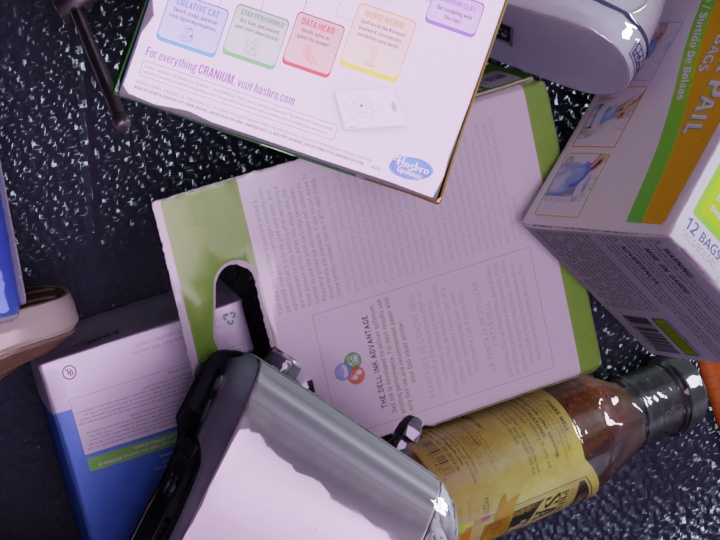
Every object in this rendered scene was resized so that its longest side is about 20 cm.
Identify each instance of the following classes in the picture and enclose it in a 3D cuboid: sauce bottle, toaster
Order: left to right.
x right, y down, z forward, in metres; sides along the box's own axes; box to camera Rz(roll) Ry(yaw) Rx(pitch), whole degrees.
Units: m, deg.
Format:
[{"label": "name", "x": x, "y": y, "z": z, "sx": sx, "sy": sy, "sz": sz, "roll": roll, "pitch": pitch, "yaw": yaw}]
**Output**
[{"label": "toaster", "x": -0.045, "y": 0.142, "z": 1.273, "sx": 0.129, "sy": 0.114, "sz": 0.201, "roll": 27, "pitch": 87, "yaw": -8}, {"label": "sauce bottle", "x": 0.086, "y": 0.088, "z": 1.407, "sx": 0.199, "sy": 0.066, "sz": 0.066, "roll": -19, "pitch": 107, "yaw": -32}]

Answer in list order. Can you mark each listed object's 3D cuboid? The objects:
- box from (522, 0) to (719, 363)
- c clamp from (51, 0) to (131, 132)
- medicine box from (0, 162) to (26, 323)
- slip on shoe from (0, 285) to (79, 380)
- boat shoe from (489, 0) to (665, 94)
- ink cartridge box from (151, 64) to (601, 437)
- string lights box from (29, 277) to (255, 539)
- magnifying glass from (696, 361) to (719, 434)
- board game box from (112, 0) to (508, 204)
[{"label": "box", "x": 0.185, "y": -0.069, "z": 1.368, "sx": 0.112, "sy": 0.101, "sz": 0.201, "roll": 43, "pitch": 68, "yaw": -32}, {"label": "c clamp", "x": -0.069, "y": -0.186, "z": 1.298, "sx": 0.200, "sy": 0.027, "sz": 0.171, "roll": -37, "pitch": 67, "yaw": 13}, {"label": "medicine box", "x": -0.267, "y": -0.054, "z": 1.284, "sx": 0.199, "sy": 0.103, "sz": 0.183, "roll": -12, "pitch": 104, "yaw": -13}, {"label": "slip on shoe", "x": -0.219, "y": 0.066, "z": 1.334, "sx": 0.199, "sy": 0.076, "sz": 0.061, "roll": -23, "pitch": 102, "yaw": -5}, {"label": "boat shoe", "x": 0.047, "y": -0.148, "z": 1.355, "sx": 0.199, "sy": 0.074, "sz": 0.066, "roll": 26, "pitch": 63, "yaw": 6}, {"label": "ink cartridge box", "x": 0.000, "y": 0.000, "z": 1.375, "sx": 0.199, "sy": 0.076, "sz": 0.149, "roll": -17, "pitch": 105, "yaw": -17}, {"label": "string lights box", "x": -0.085, "y": 0.116, "z": 1.394, "sx": 0.102, "sy": 0.059, "sz": 0.201, "roll": -17, "pitch": 106, "yaw": -11}, {"label": "magnifying glass", "x": 0.171, "y": 0.008, "z": 1.465, "sx": 0.079, "sy": 0.022, "sz": 0.201, "roll": -23, "pitch": 105, "yaw": -10}, {"label": "board game box", "x": -0.005, "y": -0.148, "z": 1.247, "sx": 0.152, "sy": 0.040, "sz": 0.201, "roll": 19, "pitch": 99, "yaw": -8}]
